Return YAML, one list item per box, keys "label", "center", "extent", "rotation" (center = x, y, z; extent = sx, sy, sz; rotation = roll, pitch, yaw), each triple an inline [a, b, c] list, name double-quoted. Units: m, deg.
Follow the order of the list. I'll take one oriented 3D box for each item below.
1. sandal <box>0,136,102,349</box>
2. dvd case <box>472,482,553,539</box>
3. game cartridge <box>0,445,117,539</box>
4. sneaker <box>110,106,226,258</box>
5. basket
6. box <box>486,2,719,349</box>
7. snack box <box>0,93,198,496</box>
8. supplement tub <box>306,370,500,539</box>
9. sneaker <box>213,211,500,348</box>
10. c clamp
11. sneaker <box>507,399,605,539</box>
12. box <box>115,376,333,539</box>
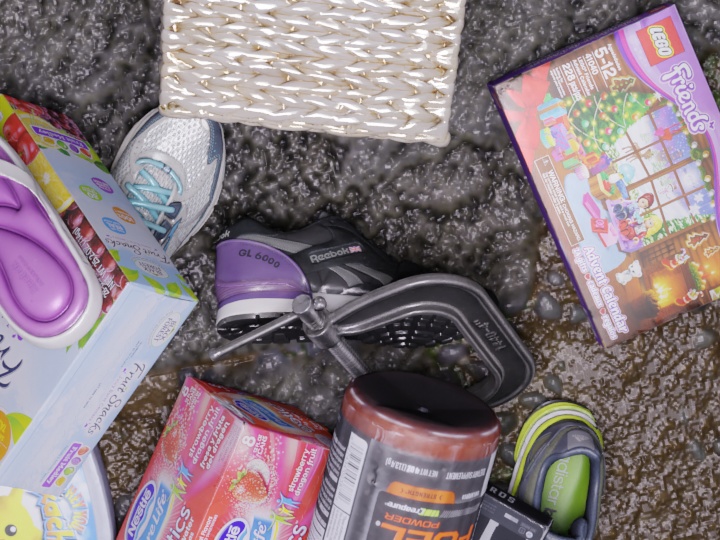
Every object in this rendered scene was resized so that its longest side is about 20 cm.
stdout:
- label: "sandal"
  center: [-0.229, -0.037, 1.336]
  extent: [0.203, 0.050, 0.083]
  rotation: [40, 86, 21]
- label: "dvd case"
  center: [0.024, 0.219, 1.519]
  extent: [0.150, 0.025, 0.200]
  rotation: [29, 110, 9]
- label: "game cartridge"
  center: [-0.238, 0.171, 1.533]
  extent: [0.133, 0.040, 0.201]
  rotation: [-11, 99, -5]
- label: "sneaker"
  center: [-0.151, -0.022, 1.482]
  extent: [0.077, 0.086, 0.200]
  rotation: [30, 96, -8]
- label: "basket"
  center: [-0.034, -0.177, 1.411]
  extent: [0.199, 0.198, 0.161]
  rotation: [6, 100, -5]
- label: "box"
  center: [0.188, -0.065, 1.518]
  extent: [0.136, 0.039, 0.201]
  rotation: [-25, 99, 0]
- label: "snack box"
  center: [-0.212, 0.015, 1.418]
  extent: [0.068, 0.200, 0.169]
  rotation: [17, 117, -45]
- label: "supplement tub"
  center: [0.019, 0.174, 1.441]
  extent: [0.107, 0.107, 0.201]
  rotation: [12, 107, -5]
- label: "sneaker"
  center: [0.000, 0.000, 1.502]
  extent: [0.199, 0.076, 0.088]
  rotation: [3, 70, -18]
- label: "c clamp"
  center: [0.021, 0.058, 1.485]
  extent: [0.170, 0.027, 0.200]
  rotation: [-27, 141, 18]
- label: "sneaker"
  center: [0.125, 0.193, 1.532]
  extent: [0.074, 0.081, 0.201]
  rotation: [9, 98, -4]
- label: "box"
  center: [-0.098, 0.185, 1.496]
  extent: [0.099, 0.095, 0.201]
  rotation: [19, 99, -35]
